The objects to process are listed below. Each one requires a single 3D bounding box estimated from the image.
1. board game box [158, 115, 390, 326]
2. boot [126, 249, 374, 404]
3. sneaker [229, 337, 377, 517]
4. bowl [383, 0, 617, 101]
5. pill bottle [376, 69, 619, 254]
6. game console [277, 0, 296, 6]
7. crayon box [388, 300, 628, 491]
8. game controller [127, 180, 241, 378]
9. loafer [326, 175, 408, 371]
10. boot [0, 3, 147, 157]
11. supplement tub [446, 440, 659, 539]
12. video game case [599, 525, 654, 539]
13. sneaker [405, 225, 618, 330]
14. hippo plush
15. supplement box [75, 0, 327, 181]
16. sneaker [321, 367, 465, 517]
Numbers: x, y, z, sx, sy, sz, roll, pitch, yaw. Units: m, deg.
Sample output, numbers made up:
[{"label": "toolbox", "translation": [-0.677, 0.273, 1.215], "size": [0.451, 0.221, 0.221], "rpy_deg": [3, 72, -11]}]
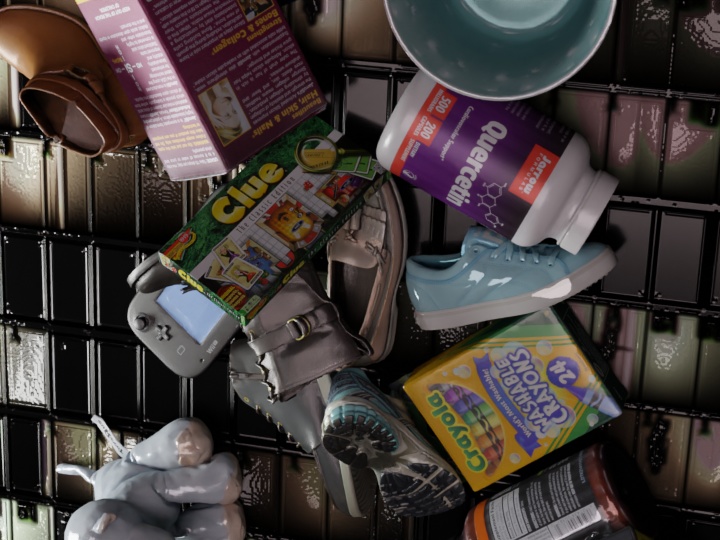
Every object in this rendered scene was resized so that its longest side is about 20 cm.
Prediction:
[{"label": "board game box", "translation": [-0.075, -0.050, 1.541], "size": [0.105, 0.200, 0.023], "rpy_deg": [34, 156, 21]}, {"label": "boot", "translation": [-0.105, 0.042, 1.597], "size": [0.200, 0.069, 0.174], "rpy_deg": [-20, 94, 18]}, {"label": "sneaker", "translation": [-0.054, 0.147, 1.679], "size": [0.106, 0.075, 0.200], "rpy_deg": [-12, 95, 24]}, {"label": "bowl", "translation": [0.125, -0.253, 1.468], "size": [0.201, 0.105, 0.201], "rpy_deg": [5, 109, 14]}, {"label": "pill bottle", "translation": [0.122, -0.096, 1.518], "size": [0.200, 0.112, 0.112], "rpy_deg": [30, 113, 4]}, {"label": "game console", "translation": [-0.101, -0.323, 1.507], "size": [0.118, 0.171, 0.200], "rpy_deg": [-24, 102, -5]}, {"label": "crayon box", "translation": [0.133, 0.121, 1.622], "size": [0.200, 0.052, 0.126], "rpy_deg": [-32, 97, 23]}, {"label": "game controller", "translation": [-0.143, 0.011, 1.660], "size": [0.104, 0.042, 0.200], "rpy_deg": [47, 116, 17]}, {"label": "loafer", "translation": [0.000, 0.000, 1.606], "size": [0.072, 0.063, 0.200], "rpy_deg": [13, 113, 31]}, {"label": "boot", "translation": [-0.282, -0.176, 1.582], "size": [0.200, 0.155, 0.074], "rpy_deg": [27, 114, 6]}, {"label": "supplement tub", "translation": [0.173, 0.247, 1.624], "size": [0.200, 0.107, 0.107], "rpy_deg": [-31, 98, 23]}, {"label": "video game case", "translation": [0.213, 0.313, 1.615], "size": [0.200, 0.026, 0.181], "rpy_deg": [-31, 143, 22]}, {"label": "sneaker", "translation": [0.130, -0.005, 1.568], "size": [0.200, 0.074, 0.082], "rpy_deg": [-16, 106, 19]}, {"label": "hippo plush", "translation": [-0.215, 0.234, 1.699], "size": [0.200, 0.161, 0.159], "rpy_deg": [37, 114, 1]}, {"label": "supplement box", "translation": [-0.141, -0.198, 1.523], "size": [0.103, 0.131, 0.200], "rpy_deg": [-4, 118, 52]}, {"label": "sneaker", "translation": [0.038, 0.160, 1.638], "size": [0.078, 0.086, 0.200], "rpy_deg": [-23, 133, 22]}]
